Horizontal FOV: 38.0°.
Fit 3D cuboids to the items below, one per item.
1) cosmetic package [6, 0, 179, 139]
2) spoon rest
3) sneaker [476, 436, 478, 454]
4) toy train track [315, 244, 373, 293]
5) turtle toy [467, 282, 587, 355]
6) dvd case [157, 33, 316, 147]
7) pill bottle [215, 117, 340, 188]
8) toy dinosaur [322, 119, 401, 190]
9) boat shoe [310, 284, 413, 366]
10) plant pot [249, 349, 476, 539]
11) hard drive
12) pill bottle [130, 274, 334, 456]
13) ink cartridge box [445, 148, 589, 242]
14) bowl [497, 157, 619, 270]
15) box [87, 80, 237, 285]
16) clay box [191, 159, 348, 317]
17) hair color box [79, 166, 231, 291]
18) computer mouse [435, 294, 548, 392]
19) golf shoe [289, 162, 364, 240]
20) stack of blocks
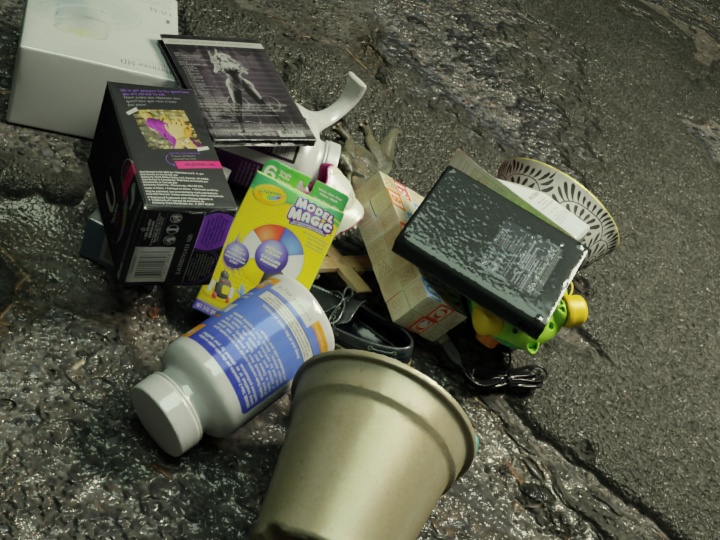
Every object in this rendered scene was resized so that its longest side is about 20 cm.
[{"bbox_3d":[-0.348,-0.280,1.378,0.197,0.123,0.201,10,43,-21],"label":"cosmetic package"},{"bbox_3d":[-0.080,-0.229,1.538,0.199,0.061,0.099,-28,61,-31],"label":"spoon rest"},{"bbox_3d":[0.042,0.165,1.143,0.198,0.080,0.078,21,39,-9],"label":"sneaker"},{"bbox_3d":[0.000,0.000,1.339,0.199,0.033,0.115,-3,41,-43],"label":"toy train track"},{"bbox_3d":[0.185,0.017,1.294,0.144,0.101,0.202,-4,59,-14],"label":"turtle toy"},{"bbox_3d":[-0.158,-0.229,1.331,0.147,0.016,0.201,-5,52,-35],"label":"dvd case"},{"bbox_3d":[-0.131,-0.162,1.378,0.198,0.113,0.113,19,39,-11],"label":"pill bottle"},{"bbox_3d":[0.000,-0.159,1.498,0.199,0.077,0.103,-17,73,-57],"label":"toy dinosaur"},{"bbox_3d":[-0.021,0.057,1.241,0.199,0.063,0.075,33,41,9],"label":"boat shoe"},{"bbox_3d":[-0.010,0.211,0.993,0.199,0.201,0.184,27,49,1],"label":"plant pot"},{"bbox_3d":[0.154,-0.026,1.233,0.199,0.033,0.140,32,58,8],"label":"hard drive"},{"bbox_3d":[-0.132,0.099,1.073,0.199,0.113,0.112,-34,67,-31],"label":"pill bottle"},{"bbox_3d":[0.184,-0.051,1.397,0.200,0.161,0.047,40,42,16],"label":"ink cartridge box"},{"bbox_3d":[0.250,-0.055,1.458,0.200,0.201,0.094,36,74,11],"label":"bowl"},{"bbox_3d":[-0.223,-0.095,1.148,0.105,0.123,0.201,0,46,-30],"label":"box"},{"bbox_3d":[-0.100,-0.022,1.200,0.114,0.048,0.202,25,82,-2],"label":"clay box"},{"bbox_3d":[-0.243,-0.073,1.258,0.098,0.061,0.201,27,40,0],"label":"hair color box"},{"bbox_3d":[0.143,0.074,1.332,0.139,0.046,0.201,-3,56,-33],"label":"computer mouse"},{"bbox_3d":[-0.094,-0.059,1.264,0.199,0.092,0.075,-30,25,-19],"label":"golf shoe"},{"bbox_3d":[0.065,-0.015,1.305,0.115,0.058,0.201,26,35,-46],"label":"stack of blocks"}]
